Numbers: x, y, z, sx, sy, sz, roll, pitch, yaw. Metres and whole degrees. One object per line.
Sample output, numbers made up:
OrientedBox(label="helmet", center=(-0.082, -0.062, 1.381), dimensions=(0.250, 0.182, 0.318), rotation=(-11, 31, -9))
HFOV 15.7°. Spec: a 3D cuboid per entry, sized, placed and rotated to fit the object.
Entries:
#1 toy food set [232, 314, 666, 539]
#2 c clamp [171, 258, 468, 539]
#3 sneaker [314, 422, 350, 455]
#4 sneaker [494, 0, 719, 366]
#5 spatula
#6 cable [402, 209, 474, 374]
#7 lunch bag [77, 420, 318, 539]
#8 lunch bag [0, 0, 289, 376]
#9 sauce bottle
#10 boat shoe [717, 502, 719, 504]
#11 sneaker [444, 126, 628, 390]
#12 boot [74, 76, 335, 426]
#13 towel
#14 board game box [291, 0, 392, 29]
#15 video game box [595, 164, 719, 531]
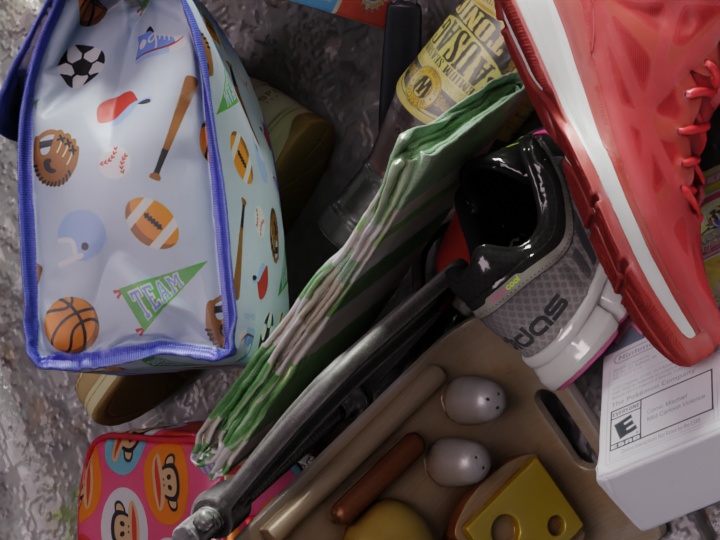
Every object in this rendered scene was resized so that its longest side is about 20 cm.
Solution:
OrientedBox(label="toy food set", center=(0.043, 0.132, 1.208), dimensions=(0.144, 0.200, 0.060), rotation=(55, 155, -16))
OrientedBox(label="c clamp", center=(-0.025, 0.069, 1.213), dimensions=(0.027, 0.200, 0.171), rotation=(42, 130, 7))
OrientedBox(label="sneaker", center=(0.039, 0.156, 1.301), dimensions=(0.090, 0.067, 0.201), rotation=(-16, 69, 9))
OrientedBox(label="sneaker", center=(0.143, -0.067, 1.146), dimensions=(0.115, 0.078, 0.201), rotation=(-23, 81, -2))
OrientedBox(label="spatula", center=(0.022, -0.145, 1.304), dimensions=(0.056, 0.021, 0.201), rotation=(5, 123, 6))
OrientedBox(label="cable", center=(0.035, 0.039, 1.284), dimensions=(0.097, 0.050, 0.200), rotation=(28, 76, 33))
OrientedBox(label="lunch bag", center=(-0.073, 0.176, 1.313), dimensions=(0.176, 0.082, 0.201), rotation=(-3, 88, 57))
OrientedBox(label="lunch bag", center=(-0.103, -0.051, 1.258), dimensions=(0.123, 0.170, 0.201), rotation=(-3, 88, 6))
OrientedBox(label="sauce bottle", center=(0.054, -0.088, 1.298), dimensions=(0.066, 0.066, 0.200), rotation=(44, 105, 25))
OrientedBox(label="boat shoe", center=(0.210, 0.059, 1.202), dimensions=(0.200, 0.065, 0.074), rotation=(-32, 71, 24))
OrientedBox(label="sneaker", center=(0.093, -0.046, 1.223), dimensions=(0.074, 0.087, 0.200), rotation=(-32, 32, 52))
OrientedBox(label="boot", center=(-0.125, -0.035, 1.393), dimensions=(0.155, 0.073, 0.200), rotation=(37, 100, 22))
OrientedBox(label="towel", center=(0.000, 0.000, 1.235), dimensions=(0.023, 0.153, 0.200), rotation=(37, 116, 9))
OrientedBox(label="board game box", center=(-0.094, -0.185, 1.344), dimensions=(0.200, 0.153, 0.040), rotation=(25, 98, 29))
OrientedBox(label="video game box", center=(0.200, 0.007, 1.165), dimensions=(0.200, 0.047, 0.183), rotation=(-25, 36, 26))
